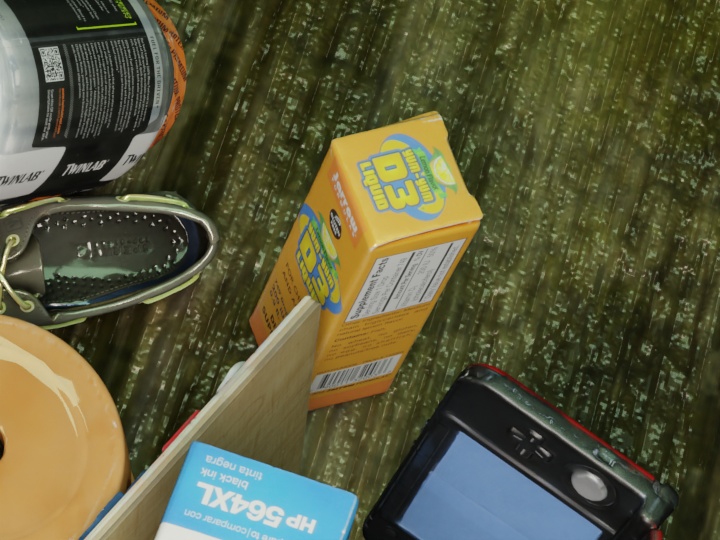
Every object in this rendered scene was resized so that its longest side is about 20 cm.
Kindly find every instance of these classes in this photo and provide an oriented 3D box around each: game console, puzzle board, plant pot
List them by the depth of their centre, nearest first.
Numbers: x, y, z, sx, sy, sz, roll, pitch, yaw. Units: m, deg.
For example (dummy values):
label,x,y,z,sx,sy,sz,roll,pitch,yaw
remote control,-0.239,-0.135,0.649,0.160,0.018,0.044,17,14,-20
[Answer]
label,x,y,z,sx,sy,sz,roll,pitch,yaw
plant pot,-0.192,0.112,1.336,0.199,0.140,0.201,7,61,-13
game console,0.070,0.169,1.348,0.172,0.200,0.119,35,57,4
puzzle board,-0.084,0.120,1.348,0.017,0.151,0.200,28,50,18

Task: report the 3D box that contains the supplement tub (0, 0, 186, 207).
label,x,y,z,sx,sy,sz,roll,pitch,yaw
supplement tub,-0.176,-0.094,1.394,0.123,0.123,0.200,49,24,13

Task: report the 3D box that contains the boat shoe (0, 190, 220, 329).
label,x,y,z,sx,sy,sz,roll,pitch,yaw
boat shoe,-0.171,-0.004,1.443,0.201,0.060,0.072,-11,93,-22

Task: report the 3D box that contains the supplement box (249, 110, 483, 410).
label,x,y,z,sx,sy,sz,roll,pitch,yaw
supplement box,0.000,0.000,1.420,0.069,0.200,0.067,-12,66,-23

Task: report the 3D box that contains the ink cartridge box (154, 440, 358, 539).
label,x,y,z,sx,sy,sz,roll,pitch,yaw
ink cartridge box,-0.075,0.201,1.226,0.084,0.146,0.201,20,56,3
